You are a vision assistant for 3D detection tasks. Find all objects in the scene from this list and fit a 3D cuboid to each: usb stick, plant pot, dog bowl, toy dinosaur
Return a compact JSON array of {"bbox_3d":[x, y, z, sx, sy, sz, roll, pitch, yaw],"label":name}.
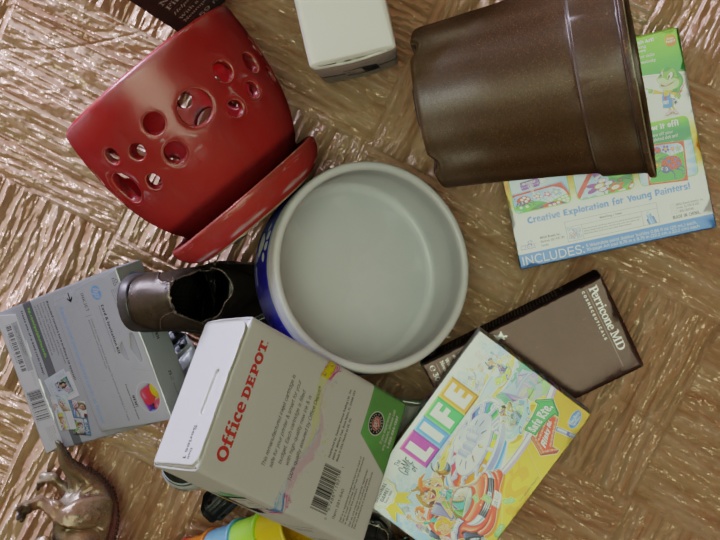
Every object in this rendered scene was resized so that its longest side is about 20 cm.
[{"bbox_3d":[-0.086,0.182,1.426,0.200,0.055,0.033,-44,101,8],"label":"usb stick"},{"bbox_3d":[-0.151,-0.124,1.341,0.200,0.201,0.183,-39,99,8],"label":"plant pot"},{"bbox_3d":[0.000,0.000,1.349,0.198,0.079,0.203,2,83,-19],"label":"dog bowl"},{"bbox_3d":[0.156,-0.168,1.269,0.196,0.200,0.203,-9,94,14],"label":"plant pot"},{"bbox_3d":[-0.281,0.274,1.442,0.134,0.086,0.203,4,91,6],"label":"toy dinosaur"}]

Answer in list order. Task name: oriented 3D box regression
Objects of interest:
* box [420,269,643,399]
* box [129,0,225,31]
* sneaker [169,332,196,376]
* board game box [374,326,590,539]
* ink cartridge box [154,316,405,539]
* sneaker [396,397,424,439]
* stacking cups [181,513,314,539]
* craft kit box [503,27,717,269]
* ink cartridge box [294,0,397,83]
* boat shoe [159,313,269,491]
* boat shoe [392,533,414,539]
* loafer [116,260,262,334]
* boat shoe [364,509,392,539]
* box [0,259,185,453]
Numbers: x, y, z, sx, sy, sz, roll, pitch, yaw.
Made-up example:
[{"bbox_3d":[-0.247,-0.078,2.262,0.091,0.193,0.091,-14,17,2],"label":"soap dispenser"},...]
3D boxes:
[{"bbox_3d":[0.169,0.089,1.383,0.199,0.075,0.101,-27,92,6],"label":"box"},{"bbox_3d":[-0.195,-0.352,1.303,0.166,0.200,0.164,-45,74,8],"label":"box"},{"bbox_3d":[-0.170,0.121,1.423,0.199,0.091,0.067,34,69,24],"label":"sneaker"},{"bbox_3d":[0.109,0.175,1.343,0.134,0.034,0.201,36,97,0],"label":"board game box"},{"bbox_3d":[-0.071,0.150,1.284,0.199,0.084,0.146,31,68,-32],"label":"ink cartridge box"},{"bbox_3d":[-0.008,0.179,1.415,0.198,0.074,0.117,-6,91,-1],"label":"sneaker"},{"bbox_3d":[-0.129,0.283,1.401,0.199,0.060,0.061,-27,92,35],"label":"stacking cups"},{"bbox_3d":[0.232,-0.119,1.373,0.198,0.049,0.200,-11,96,7],"label":"craft kit box"},{"bbox_3d":[-0.018,-0.260,1.307,0.084,0.200,0.147,-13,94,1],"label":"ink cartridge box"},{"bbox_3d":[-0.126,0.118,1.331,0.068,0.057,0.201,22,63,19],"label":"boat shoe"},{"bbox_3d":[0.055,0.289,1.411,0.090,0.071,0.201,31,99,-2],"label":"boat shoe"},{"bbox_3d":[-0.143,0.029,1.352,0.070,0.199,0.074,-5,93,38],"label":"loafer"},{"bbox_3d":[-0.048,0.301,1.401,0.199,0.061,0.074,-31,122,27],"label":"boat shoe"},{"bbox_3d":[-0.269,0.089,1.398,0.199,0.041,0.157,-19,93,39],"label":"box"}]
